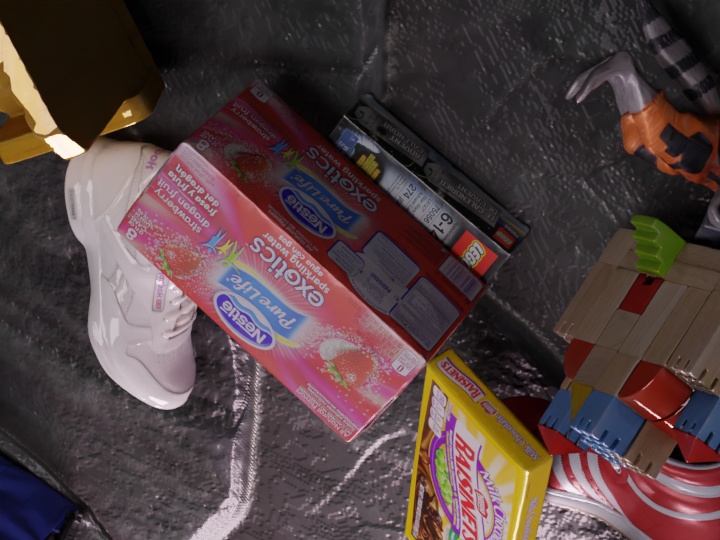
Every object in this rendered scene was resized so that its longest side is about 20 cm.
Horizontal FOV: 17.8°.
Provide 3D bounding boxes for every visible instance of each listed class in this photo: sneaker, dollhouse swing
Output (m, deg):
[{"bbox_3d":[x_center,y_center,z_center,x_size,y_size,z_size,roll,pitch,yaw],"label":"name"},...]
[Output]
[{"bbox_3d":[-0.136,0.007,1.544,0.100,0.075,0.200,2,118,29],"label":"sneaker"},{"bbox_3d":[0.155,0.102,1.417,0.200,0.071,0.113,29,140,34],"label":"sneaker"},{"bbox_3d":[-0.240,-0.152,1.411,0.182,0.176,0.200,-14,112,32],"label":"dollhouse swing"}]

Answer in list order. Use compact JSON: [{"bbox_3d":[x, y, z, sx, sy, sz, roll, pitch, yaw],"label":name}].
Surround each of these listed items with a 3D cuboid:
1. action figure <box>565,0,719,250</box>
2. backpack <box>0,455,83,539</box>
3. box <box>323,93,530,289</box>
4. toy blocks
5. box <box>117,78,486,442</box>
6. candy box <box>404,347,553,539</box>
[{"bbox_3d":[0.213,-0.066,1.284,0.193,0.105,0.200,33,172,-1],"label":"action figure"},{"bbox_3d":[-0.333,0.244,1.711,0.168,0.200,0.163,27,128,12],"label":"backpack"},{"bbox_3d":[0.000,0.000,1.489,0.137,0.040,0.200,39,128,2],"label":"box"},{"bbox_3d":[0.167,0.054,1.307,0.100,0.137,0.200,37,171,-25],"label":"toy blocks"},{"bbox_3d":[-0.036,-0.007,1.416,0.200,0.100,0.095,42,128,0],"label":"box"},{"bbox_3d":[0.074,0.146,1.485,0.102,0.026,0.200,44,151,27],"label":"candy box"}]
